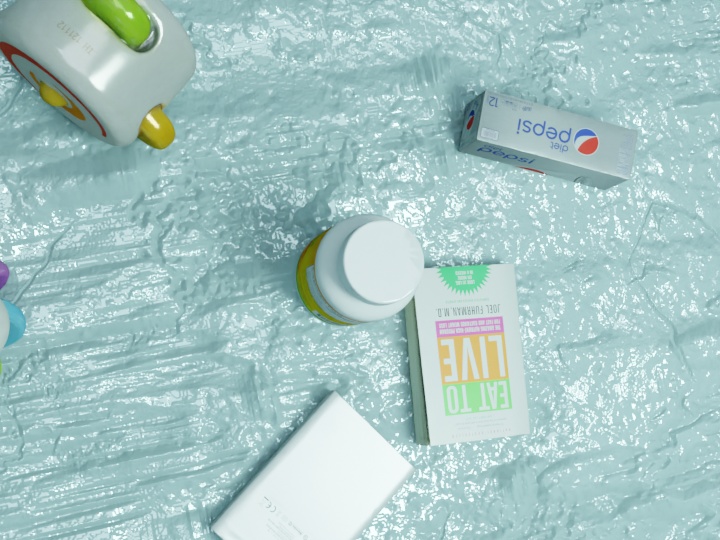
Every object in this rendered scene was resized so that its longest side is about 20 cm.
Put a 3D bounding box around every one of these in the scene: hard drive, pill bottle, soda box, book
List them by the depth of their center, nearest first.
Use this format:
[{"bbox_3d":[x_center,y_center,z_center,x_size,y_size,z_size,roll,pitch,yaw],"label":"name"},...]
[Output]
[{"bbox_3d":[0.000,0.000,1.058,0.111,0.200,0.112,1,84,-13],"label":"pill bottle"},{"bbox_3d":[-0.051,0.252,1.112,0.132,0.026,0.200,44,77,-6],"label":"hard drive"},{"bbox_3d":[0.124,0.096,1.162,0.133,0.048,0.201,-4,84,-18],"label":"book"},{"bbox_3d":[0.223,-0.154,1.193,0.199,0.068,0.064,13,81,-12],"label":"soda box"}]

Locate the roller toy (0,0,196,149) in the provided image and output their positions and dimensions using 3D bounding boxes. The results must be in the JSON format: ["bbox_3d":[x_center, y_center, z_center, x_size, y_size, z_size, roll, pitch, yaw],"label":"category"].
[{"bbox_3d":[-0.275,-0.222,1.025,0.182,0.200,0.140,32,76,27],"label":"roller toy"}]

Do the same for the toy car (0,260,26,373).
[{"bbox_3d":[-0.420,0.029,0.994,0.200,0.175,0.150,45,41,-5],"label":"toy car"}]
